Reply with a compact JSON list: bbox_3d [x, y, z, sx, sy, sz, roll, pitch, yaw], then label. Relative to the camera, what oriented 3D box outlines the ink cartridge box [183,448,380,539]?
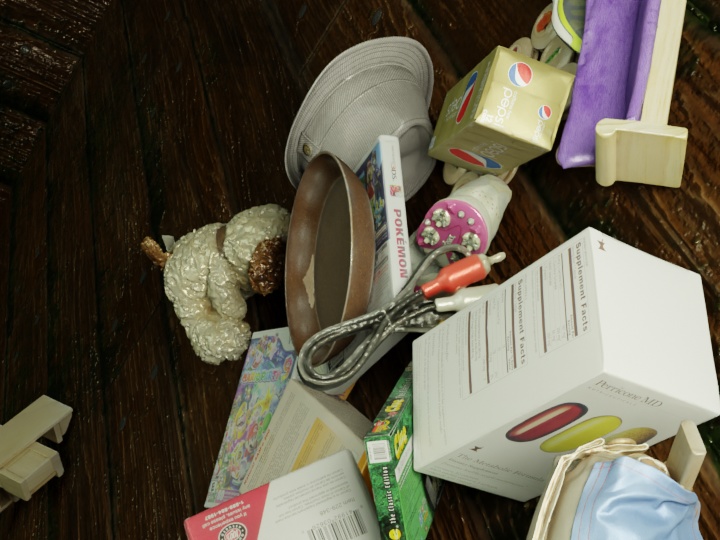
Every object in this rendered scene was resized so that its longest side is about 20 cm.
[{"bbox_3d":[-0.034,0.262,0.958,0.147,0.086,0.201,-22,60,-4],"label":"ink cartridge box"}]

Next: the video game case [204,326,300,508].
[{"bbox_3d":[-0.106,0.158,1.325,0.143,0.018,0.201,-13,58,61],"label":"video game case"}]

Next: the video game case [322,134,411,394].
[{"bbox_3d":[0.000,0.000,1.166,0.200,0.023,0.183,131,138,-60],"label":"video game case"}]

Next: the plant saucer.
[{"bbox_3d":[-0.027,-0.010,1.161,0.200,0.034,0.202,-177,90,-71],"label":"plant saucer"}]

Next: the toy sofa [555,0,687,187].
[{"bbox_3d":[0.208,-0.169,0.943,0.083,0.097,0.201,68,-147,-66],"label":"toy sofa"}]

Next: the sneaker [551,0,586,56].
[{"bbox_3d":[0.207,-0.236,1.060,0.081,0.074,0.201,-44,36,32],"label":"sneaker"}]

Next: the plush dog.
[{"bbox_3d":[-0.145,-0.016,1.457,0.171,0.161,0.200,-30,25,17],"label":"plush dog"}]

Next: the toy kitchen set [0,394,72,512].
[{"bbox_3d":[-0.540,0.325,2.043,0.199,0.181,0.163,17,41,32],"label":"toy kitchen set"}]

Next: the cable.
[{"bbox_3d":[0.038,0.032,1.022,0.050,0.199,0.098,125,128,-67],"label":"cable"}]

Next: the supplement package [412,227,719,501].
[{"bbox_3d":[0.138,0.074,0.888,0.200,0.113,0.110,-38,42,46],"label":"supplement package"}]

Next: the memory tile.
[{"bbox_3d":[0.139,-0.150,1.179,0.200,0.017,0.154,-46,33,36],"label":"memory tile"}]

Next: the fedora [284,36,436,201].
[{"bbox_3d":[0.017,-0.126,1.256,0.090,0.176,0.200,52,133,29],"label":"fedora"}]

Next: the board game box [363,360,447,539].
[{"bbox_3d":[0.039,0.144,0.956,0.200,0.023,0.105,-42,-54,-74],"label":"board game box"}]

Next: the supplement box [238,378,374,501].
[{"bbox_3d":[-0.028,0.196,1.150,0.127,0.073,0.200,-64,28,4],"label":"supplement box"}]

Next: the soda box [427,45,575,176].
[{"bbox_3d":[0.113,-0.127,1.045,0.200,0.067,0.064,168,122,-83],"label":"soda box"}]

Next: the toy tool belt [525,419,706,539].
[{"bbox_3d":[0.162,0.196,0.743,0.123,0.124,0.201,-40,36,56],"label":"toy tool belt"}]

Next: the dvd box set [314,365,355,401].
[{"bbox_3d":[-0.056,0.117,1.316,0.201,0.029,0.146,-60,26,16],"label":"dvd box set"}]

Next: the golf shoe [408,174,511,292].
[{"bbox_3d":[0.076,-0.015,1.150,0.092,0.075,0.200,-46,0,-40],"label":"golf shoe"}]
